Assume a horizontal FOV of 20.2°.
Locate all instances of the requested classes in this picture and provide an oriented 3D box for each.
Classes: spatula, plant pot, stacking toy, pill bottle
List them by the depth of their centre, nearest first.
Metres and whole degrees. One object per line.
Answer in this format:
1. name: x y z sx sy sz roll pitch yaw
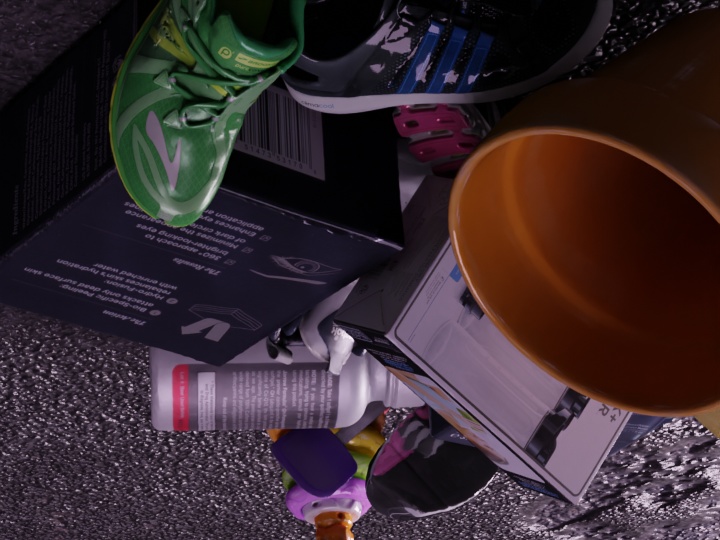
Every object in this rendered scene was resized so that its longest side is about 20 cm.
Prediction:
1. plant pot: 0.181 -0.050 1.164 0.200 0.183 0.201 24 140 22
2. pill bottle: -0.053 0.060 1.466 0.199 0.111 0.111 0 153 -5
3. spatula: 0.012 0.105 1.527 0.200 0.057 0.021 -37 173 -35
4. stacking toy: -0.022 0.155 1.556 0.116 0.201 0.110 13 149 -30

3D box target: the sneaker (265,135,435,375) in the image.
1. sneaker: 0.000 0.000 1.335 0.199 0.130 0.079 -22 149 33

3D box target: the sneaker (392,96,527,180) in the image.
1. sneaker: 0.097 -0.085 1.254 0.200 0.088 0.074 42 157 -25

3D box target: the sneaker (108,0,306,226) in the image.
1. sneaker: -0.077 -0.115 1.057 0.074 0.084 0.201 13 108 -23

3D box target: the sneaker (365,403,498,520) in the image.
1. sneaker: 0.068 0.138 1.565 0.200 0.080 0.086 -33 173 -43

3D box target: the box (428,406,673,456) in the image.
1. box: 0.162 0.054 1.486 0.148 0.107 0.200 14 147 -29

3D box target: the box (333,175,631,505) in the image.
1. box: 0.090 0.045 1.275 0.200 0.117 0.060 44 163 -32

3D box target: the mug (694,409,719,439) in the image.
1. mug: 0.326 0.089 1.506 0.153 0.187 0.150 4 148 2

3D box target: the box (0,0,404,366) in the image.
1. box: -0.112 -0.047 1.244 0.196 0.118 0.200 19 145 -35

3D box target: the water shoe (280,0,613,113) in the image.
1. water shoe: 0.041 -0.137 1.140 0.199 0.072 0.079 -13 149 16
